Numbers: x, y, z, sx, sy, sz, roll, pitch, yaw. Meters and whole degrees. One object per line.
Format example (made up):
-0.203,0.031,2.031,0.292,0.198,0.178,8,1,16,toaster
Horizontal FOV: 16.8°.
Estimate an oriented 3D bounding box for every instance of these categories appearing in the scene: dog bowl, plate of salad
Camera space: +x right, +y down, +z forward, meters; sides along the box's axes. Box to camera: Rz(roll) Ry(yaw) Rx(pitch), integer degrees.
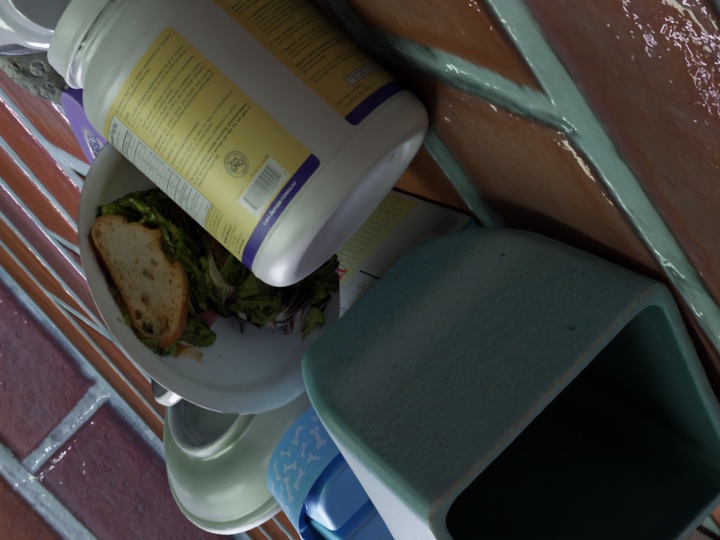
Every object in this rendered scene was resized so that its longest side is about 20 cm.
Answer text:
-0.006,0.153,1.723,0.050,0.111,0.200,41,169,28,dog bowl
-0.087,-0.009,1.517,0.200,0.200,0.048,46,137,-13,plate of salad

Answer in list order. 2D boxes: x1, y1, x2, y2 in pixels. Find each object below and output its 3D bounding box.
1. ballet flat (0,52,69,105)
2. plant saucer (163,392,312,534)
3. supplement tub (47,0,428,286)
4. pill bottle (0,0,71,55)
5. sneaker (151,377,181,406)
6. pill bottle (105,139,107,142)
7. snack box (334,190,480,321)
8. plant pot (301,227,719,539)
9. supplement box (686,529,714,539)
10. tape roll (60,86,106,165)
-0.220,-0.158,1.955,0.199,0.067,0.046,34,-151,-14,ballet flat
-0.091,0.092,1.793,0.050,0.201,0.200,27,180,-35,plant saucer
-0.074,-0.104,1.455,0.200,0.145,0.145,42,169,8,supplement tub
-0.224,-0.208,1.678,0.114,0.114,0.200,47,168,-17,pill bottle
-0.146,0.015,1.737,0.099,0.071,0.201,15,134,-9,sneaker
-0.124,-0.122,1.647,0.111,0.111,0.200,42,169,8,pill bottle
0.000,0.000,1.648,0.037,0.116,0.200,47,168,-26,snack box
0.079,0.090,1.479,0.200,0.196,0.196,34,162,44,plant pot
0.216,0.230,1.844,0.200,0.074,0.126,30,163,49,supplement box
-0.139,-0.072,1.845,0.200,0.085,0.200,55,169,16,tape roll
